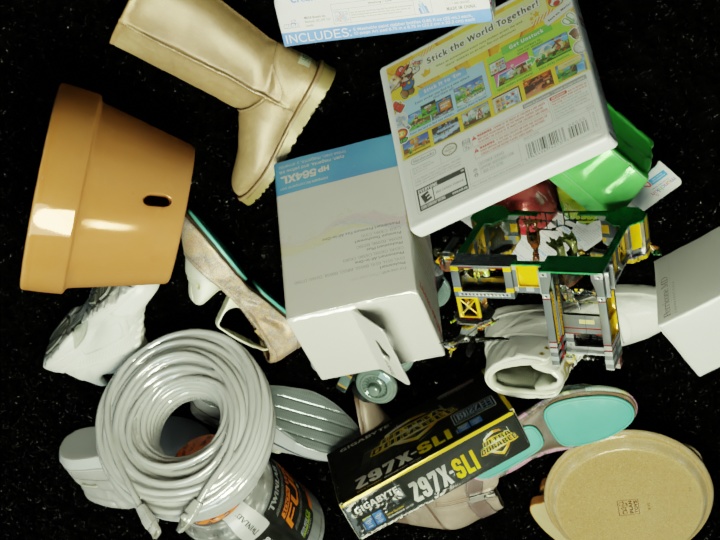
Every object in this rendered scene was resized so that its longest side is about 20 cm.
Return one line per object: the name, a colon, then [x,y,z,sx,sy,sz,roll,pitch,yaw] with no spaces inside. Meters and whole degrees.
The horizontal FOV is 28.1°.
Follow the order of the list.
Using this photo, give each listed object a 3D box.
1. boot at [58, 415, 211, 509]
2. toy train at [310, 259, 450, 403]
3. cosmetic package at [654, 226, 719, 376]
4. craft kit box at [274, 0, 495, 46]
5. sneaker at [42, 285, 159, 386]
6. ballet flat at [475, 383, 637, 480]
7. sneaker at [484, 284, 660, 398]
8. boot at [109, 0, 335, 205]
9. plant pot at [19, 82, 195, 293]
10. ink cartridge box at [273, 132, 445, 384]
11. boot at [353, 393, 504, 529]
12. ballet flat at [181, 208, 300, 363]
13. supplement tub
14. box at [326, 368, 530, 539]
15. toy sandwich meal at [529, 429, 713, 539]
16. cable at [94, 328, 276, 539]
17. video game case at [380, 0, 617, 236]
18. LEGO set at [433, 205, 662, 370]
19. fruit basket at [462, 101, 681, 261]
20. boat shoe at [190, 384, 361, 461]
boot: [-0.250,0.230,1.687,0.199,0.074,0.096,-3,132,22]
toy train: [0.016,0.051,1.501,0.114,0.085,0.200,30,129,4]
cosmetic package: [0.387,0.004,1.379,0.199,0.113,0.081,-30,117,25]
craft kit box: [0.007,-0.303,1.260,0.199,0.049,0.198,-4,128,12]
sneaker: [-0.259,0.058,1.561,0.099,0.078,0.200,30,133,-22]
ballet flat: [0.200,0.164,1.548,0.199,0.071,0.069,-25,107,14]
sneaker: [0.222,0.080,1.461,0.199,0.116,0.074,-12,122,16]
boot: [-0.146,-0.178,1.368,0.199,0.066,0.176,28,113,-12]
plant pot: [-0.240,-0.069,1.388,0.139,0.201,0.201,10,128,-10]
ink cartridge box: [0.000,0.000,1.345,0.125,0.201,0.129,-12,147,10]
boot: [0.081,0.207,1.616,0.145,0.070,0.201,-11,122,7]
ballet flat: [-0.137,0.024,1.501,0.067,0.068,0.200,-43,110,0]
supplement tub: [-0.130,0.264,1.611,0.122,0.123,0.200,-13,149,18]
box: [0.066,0.187,1.494,0.199,0.160,0.050,-28,104,0]
toy sandwich meal: [0.293,0.245,1.603,0.204,0.070,0.206,3,122,5]
cable: [-0.182,0.165,1.517,0.200,0.200,0.069,-43,150,-5]
video game case: [0.117,-0.147,1.278,0.199,0.183,0.023,-25,148,25]
LEGO set: [0.173,0.021,1.309,0.199,0.154,0.116,-2,119,19]
fruit basket: [0.174,-0.091,1.375,0.185,0.094,0.200,36,139,-16]
boat shoe: [-0.097,0.167,1.617,0.199,0.074,0.067,24,147,-2]
